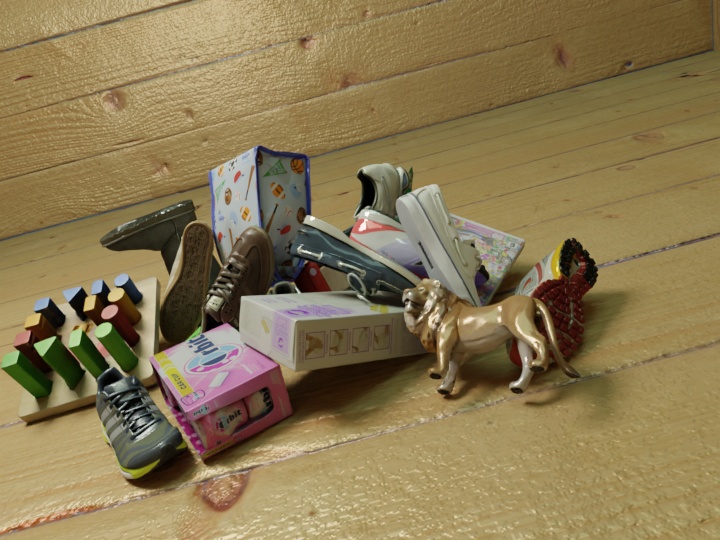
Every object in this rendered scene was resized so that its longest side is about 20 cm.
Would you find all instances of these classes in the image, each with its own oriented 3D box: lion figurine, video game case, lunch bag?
[{"bbox_3d":[0.130,0.061,0.604,0.196,0.073,0.125,-5,52,30],"label":"lion figurine"},{"bbox_3d":[0.135,-0.008,0.822,0.141,0.018,0.200,22,47,23],"label":"video game case"},{"bbox_3d":[-0.156,-0.073,0.920,0.122,0.206,0.168,1,-7,-38],"label":"lunch bag"}]

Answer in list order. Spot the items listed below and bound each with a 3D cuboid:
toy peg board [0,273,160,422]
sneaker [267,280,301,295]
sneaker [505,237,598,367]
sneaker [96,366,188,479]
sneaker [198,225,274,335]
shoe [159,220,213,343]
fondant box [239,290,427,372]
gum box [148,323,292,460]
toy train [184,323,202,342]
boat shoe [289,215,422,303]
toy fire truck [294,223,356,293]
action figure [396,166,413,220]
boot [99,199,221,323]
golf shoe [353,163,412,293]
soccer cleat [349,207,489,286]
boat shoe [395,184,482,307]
[{"bbox_3d":[-0.409,0.085,0.847,0.195,0.099,0.202,-16,47,-2],"label":"toy peg board"},{"bbox_3d":[-0.108,0.052,0.853,0.074,0.094,0.200,-18,19,-15],"label":"sneaker"},{"bbox_3d":[0.218,0.047,0.681,0.200,0.078,0.082,-44,1,-42],"label":"sneaker"},{"bbox_3d":[-0.262,0.169,0.657,0.073,0.083,0.198,-28,23,-35],"label":"sneaker"},{"bbox_3d":[-0.179,0.037,0.812,0.069,0.204,0.075,25,17,17],"label":"sneaker"},{"bbox_3d":[-0.278,0.019,0.943,0.068,0.205,0.053,16,3,-13],"label":"shoe"},{"bbox_3d":[-0.030,0.067,0.709,0.196,0.060,0.143,-3,10,-36],"label":"fondant box"},{"bbox_3d":[-0.172,0.139,0.697,0.112,0.068,0.199,-23,21,-26],"label":"gum box"},{"bbox_3d":[-0.233,0.088,0.931,0.055,0.042,0.200,-18,17,23],"label":"toy train"},{"bbox_3d":[0.000,0.000,0.724,0.197,0.063,0.075,29,-3,10],"label":"boat shoe"},{"bbox_3d":[-0.076,0.000,0.970,0.197,0.130,0.176,-28,7,24],"label":"toy fire truck"},{"bbox_3d":[0.054,-0.058,0.955,0.053,0.205,0.119,7,-27,-13],"label":"action figure"},{"bbox_3d":[-0.322,0.001,0.987,0.179,0.204,0.072,-24,21,-23],"label":"boot"},{"bbox_3d":[0.021,-0.058,0.864,0.096,0.206,0.077,0,1,-43],"label":"golf shoe"},{"bbox_3d":[0.076,-0.014,0.779,0.197,0.074,0.068,25,-9,12],"label":"soccer cleat"},{"bbox_3d":[0.117,-0.012,0.708,0.069,0.203,0.071,-26,-7,-12],"label":"boat shoe"}]
